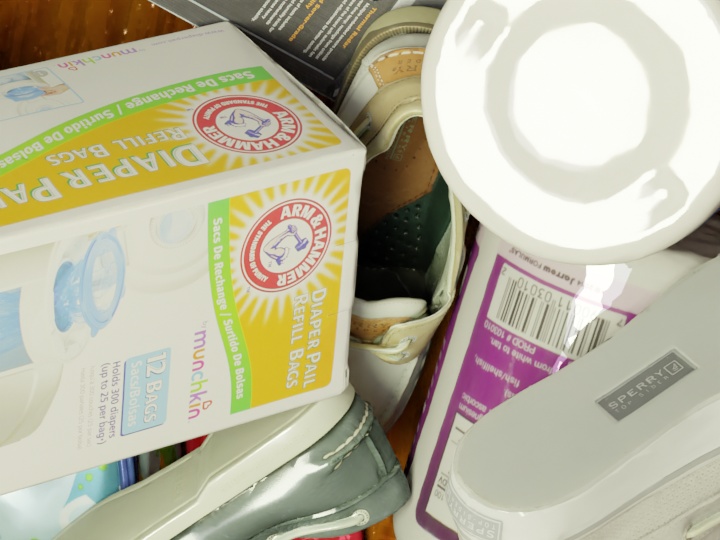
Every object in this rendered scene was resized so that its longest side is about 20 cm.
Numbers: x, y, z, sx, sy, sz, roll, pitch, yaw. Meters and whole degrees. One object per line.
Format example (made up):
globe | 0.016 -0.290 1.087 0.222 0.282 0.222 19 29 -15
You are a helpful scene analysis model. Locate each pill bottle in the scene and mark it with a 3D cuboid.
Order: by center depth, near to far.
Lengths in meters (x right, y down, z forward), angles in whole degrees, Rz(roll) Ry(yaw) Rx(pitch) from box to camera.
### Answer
pill bottle | 0.101 -0.073 0.968 0.114 0.200 0.114 4 102 18
pill bottle | 0.076 0.070 1.050 0.112 0.112 0.200 20 106 13

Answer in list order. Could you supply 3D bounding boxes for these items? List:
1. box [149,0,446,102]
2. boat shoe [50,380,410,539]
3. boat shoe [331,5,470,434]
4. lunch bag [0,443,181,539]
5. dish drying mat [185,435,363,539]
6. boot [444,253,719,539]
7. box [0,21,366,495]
box | 0.012 -0.164 1.012 0.158 0.048 0.200 26 114 -32
boat shoe | -0.069 0.113 1.055 0.200 0.073 0.062 -35 107 19
boat shoe | 0.000 0.000 1.046 0.075 0.068 0.200 11 123 -1
lunch bag | -0.178 0.040 1.142 0.200 0.082 0.161 1 98 16
dish drying mat | -0.039 0.039 1.130 0.077 0.018 0.200 0 100 16
boot | 0.121 0.063 0.971 0.200 0.074 0.096 -26 136 -15
box | -0.109 -0.001 0.963 0.101 0.200 0.113 44 139 43
